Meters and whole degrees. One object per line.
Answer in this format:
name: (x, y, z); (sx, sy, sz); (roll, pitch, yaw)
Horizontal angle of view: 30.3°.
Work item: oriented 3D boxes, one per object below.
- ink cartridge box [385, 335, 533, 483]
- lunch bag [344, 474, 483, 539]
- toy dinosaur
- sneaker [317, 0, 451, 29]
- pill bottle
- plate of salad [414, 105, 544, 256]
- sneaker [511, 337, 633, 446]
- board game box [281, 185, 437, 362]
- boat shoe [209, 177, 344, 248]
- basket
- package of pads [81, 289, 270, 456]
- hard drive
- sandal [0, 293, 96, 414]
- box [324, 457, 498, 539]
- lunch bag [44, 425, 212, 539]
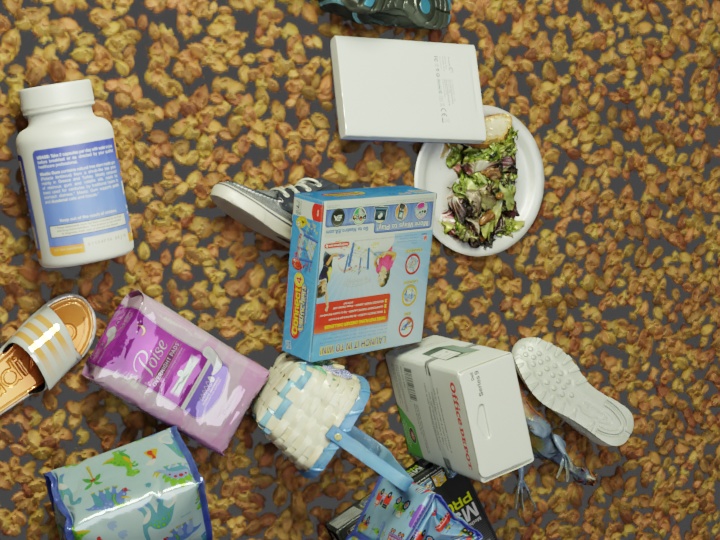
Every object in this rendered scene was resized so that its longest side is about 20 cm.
ink cartridge box: (0.124, 0.172, 1.688); (0.084, 0.200, 0.147); (-18, 101, -23)
lunch bag: (0.031, 0.364, 1.639); (0.094, 0.150, 0.200); (43, 76, -20)
toy dinosaur: (0.259, 0.229, 1.822); (0.181, 0.105, 0.202); (19, 73, -45)
sneaker: (0.034, -0.345, 1.683); (0.199, 0.082, 0.074); (3, 85, -44)
pill bottle: (-0.328, -0.111, 1.509); (0.111, 0.112, 0.202); (-12, 99, -23)
plate of salad: (0.165, -0.119, 1.769); (0.199, 0.048, 0.202); (-2, 95, -25)
sneaker: (0.282, 0.172, 1.835); (0.200, 0.081, 0.076); (43, 79, -1)
board game box: (0.000, 0.000, 1.647); (0.199, 0.056, 0.197); (-7, 108, -44)
boat shoe: (-0.089, -0.085, 1.648); (0.199, 0.074, 0.093); (30, 77, -32)
basket: (-0.031, 0.193, 1.634); (0.200, 0.176, 0.139); (40, 86, -13)
package of pads: (-0.219, 0.123, 1.597); (0.199, 0.076, 0.121); (34, 77, -23)
hard drive: (0.062, -0.230, 1.706); (0.199, 0.025, 0.133); (-1, 77, -24)
sandal: (-0.383, 0.113, 1.529); (0.207, 0.059, 0.079); (-43, 110, -16)
box: (0.072, 0.353, 1.763); (0.199, 0.044, 0.161); (-30, 105, -20)
lunch bag: (-0.264, 0.310, 1.562); (0.169, 0.128, 0.201); (-16, 132, -18)
